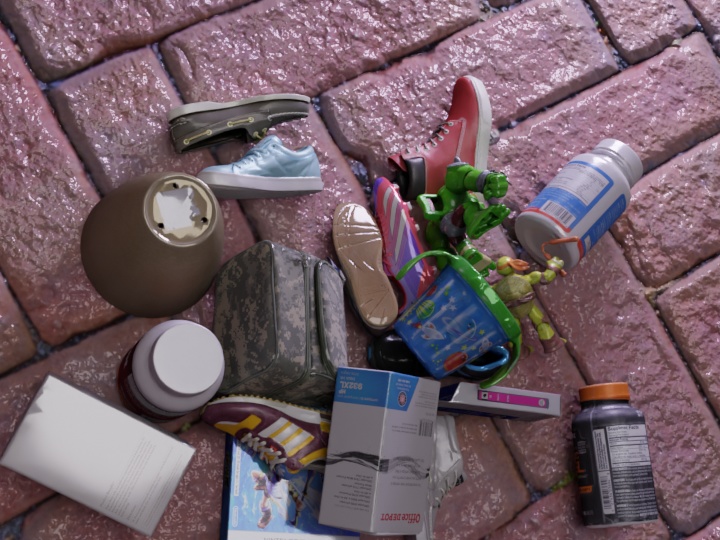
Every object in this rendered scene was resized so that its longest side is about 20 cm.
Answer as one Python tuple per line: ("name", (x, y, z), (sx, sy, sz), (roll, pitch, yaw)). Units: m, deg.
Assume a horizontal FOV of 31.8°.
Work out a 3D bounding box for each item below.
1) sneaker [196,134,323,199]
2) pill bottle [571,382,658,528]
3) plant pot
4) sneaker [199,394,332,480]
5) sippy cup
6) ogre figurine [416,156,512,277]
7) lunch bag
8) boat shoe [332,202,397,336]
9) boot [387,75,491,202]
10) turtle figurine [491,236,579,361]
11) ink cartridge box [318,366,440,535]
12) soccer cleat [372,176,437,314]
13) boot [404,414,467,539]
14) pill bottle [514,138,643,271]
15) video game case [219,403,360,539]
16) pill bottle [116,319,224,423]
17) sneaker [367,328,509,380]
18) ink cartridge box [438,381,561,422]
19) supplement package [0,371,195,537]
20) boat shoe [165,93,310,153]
("sneaker", (-0.141, -0.142, 1.715), (0.200, 0.074, 0.082), (-2, 82, -44))
("pill bottle", (0.358, 0.261, 1.795), (0.106, 0.106, 0.200), (-1, 77, -20))
("plant pot", (-0.248, -0.050, 1.600), (0.187, 0.200, 0.188), (4, 76, -18))
("sneaker", (-0.108, 0.217, 1.606), (0.200, 0.075, 0.090), (12, 67, -16))
("sippy cup", (0.121, 0.071, 1.674), (0.130, 0.140, 0.178), (-38, 62, -2))
("ogre figurine", (0.141, -0.071, 1.753), (0.098, 0.200, 0.120), (-19, 47, -16))
("lunch bag", (-0.091, 0.074, 1.649), (0.168, 0.139, 0.200), (21, 53, -41))
("boat shoe", (0.000, 0.000, 1.751), (0.072, 0.065, 0.200), (-8, 62, -20))
("boot", (0.111, -0.194, 1.832), (0.144, 0.072, 0.200), (7, 78, -20))
("turtle figurine", (0.234, 0.041, 1.789), (0.200, 0.064, 0.161), (-21, 101, 11))
("ink cartridge box", (0.026, 0.231, 1.614), (0.145, 0.084, 0.200), (20, 76, -60))
("soccer cleat", (0.051, -0.035, 1.781), (0.076, 0.067, 0.200), (-23, 83, -4))
("boot", (0.102, 0.292, 1.711), (0.095, 0.074, 0.200), (-3, 78, -14))
("pill bottle", (0.329, -0.101, 1.868), (0.112, 0.112, 0.200), (47, 67, -4))
("video game case", (-0.088, 0.275, 1.664), (0.181, 0.045, 0.200), (7, 75, -19))
("pill bottle", (-0.232, 0.124, 1.563), (0.113, 0.200, 0.113), (5, 76, -19))
("sneaker", (0.110, 0.112, 1.754), (0.200, 0.082, 0.073), (3, 78, -18))
("ink cartridge box", (0.169, 0.182, 1.751), (0.200, 0.095, 0.037), (7, 76, -18))
("supplement package", (-0.321, 0.221, 1.543), (0.200, 0.120, 0.121), (30, 81, -11))
("boat shoe", (-0.164, -0.203, 1.738), (0.201, 0.072, 0.060), (-10, 82, -15))
